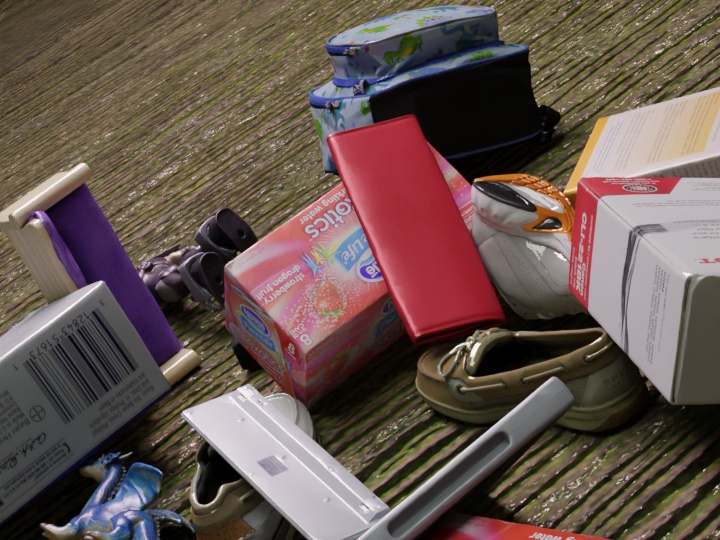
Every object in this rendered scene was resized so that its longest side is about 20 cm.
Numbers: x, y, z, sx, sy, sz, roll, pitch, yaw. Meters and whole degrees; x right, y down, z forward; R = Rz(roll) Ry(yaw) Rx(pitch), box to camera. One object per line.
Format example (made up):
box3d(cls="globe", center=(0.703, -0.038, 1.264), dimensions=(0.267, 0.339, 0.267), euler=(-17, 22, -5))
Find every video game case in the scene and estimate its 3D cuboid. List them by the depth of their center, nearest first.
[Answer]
box3d(cls="video game case", center=(0.028, 0.150, 1.059), dimensions=(0.181, 0.022, 0.200), euler=(-37, -10, -22))

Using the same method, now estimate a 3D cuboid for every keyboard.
box3d(cls="keyboard", center=(-0.052, 0.128, 1.206), dimensions=(0.056, 0.011, 0.200), euler=(-25, 33, -22))

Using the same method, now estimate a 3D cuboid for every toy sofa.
box3d(cls="toy sofa", center=(-0.215, 0.017, 1.517), dimensions=(0.083, 0.201, 0.097), euler=(-38, 19, -28))

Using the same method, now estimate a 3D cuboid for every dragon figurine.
box3d(cls="dragon figurine", center=(-0.158, 0.176, 1.294), dimensions=(0.199, 0.059, 0.099), euler=(-1, 34, 49))

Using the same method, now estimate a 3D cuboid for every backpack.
box3d(cls="backpack", center=(0.048, -0.163, 1.668), dimensions=(0.182, 0.149, 0.199), euler=(-19, 9, -26))

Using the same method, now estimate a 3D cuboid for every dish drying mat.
box3d(cls="dish drying mat", center=(0.039, -0.032, 1.355), dimensions=(0.076, 0.018, 0.201), euler=(-15, 55, -12))

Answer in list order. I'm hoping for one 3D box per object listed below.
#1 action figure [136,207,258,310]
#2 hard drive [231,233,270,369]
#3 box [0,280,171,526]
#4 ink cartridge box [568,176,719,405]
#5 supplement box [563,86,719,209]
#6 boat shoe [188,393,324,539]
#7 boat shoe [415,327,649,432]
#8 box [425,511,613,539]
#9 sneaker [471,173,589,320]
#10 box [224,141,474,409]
box3d(cls="action figure", center=(-0.167, 0.011, 1.653), dimensions=(0.130, 0.070, 0.199), euler=(-50, 16, -31))
box3d(cls="hard drive", center=(-0.031, 0.004, 1.561), dimensions=(0.138, 0.033, 0.201), euler=(-20, 23, 15))
box3d(cls="box", center=(-0.274, 0.115, 1.433), dimensions=(0.183, 0.105, 0.200), euler=(-38, 9, -27))
box3d(cls="ink cartridge box", center=(0.229, 0.008, 1.134), dimensions=(0.143, 0.085, 0.200), euler=(0, 18, -12))
box3d(cls="supplement box", center=(0.266, -0.080, 1.362), dimensions=(0.198, 0.074, 0.126), euler=(-13, 25, 30))
box3d(cls="boat shoe", center=(-0.074, 0.136, 1.276), dimensions=(0.074, 0.069, 0.201), euler=(-20, 23, 14))
box3d(cls="boat shoe", center=(0.108, 0.064, 1.241), dimensions=(0.073, 0.064, 0.200), euler=(-39, 26, -28))
box3d(cls="box", center=(0.100, 0.199, 0.915), dimensions=(0.199, 0.096, 0.100), euler=(2, 35, 49))
box3d(cls="sneaker", center=(0.154, 0.006, 1.319), dimensions=(0.075, 0.093, 0.200), euler=(-14, 35, -36))
box3d(cls="box", center=(0.000, 0.000, 1.406), dimensions=(0.199, 0.095, 0.103), euler=(-35, 67, -22))
